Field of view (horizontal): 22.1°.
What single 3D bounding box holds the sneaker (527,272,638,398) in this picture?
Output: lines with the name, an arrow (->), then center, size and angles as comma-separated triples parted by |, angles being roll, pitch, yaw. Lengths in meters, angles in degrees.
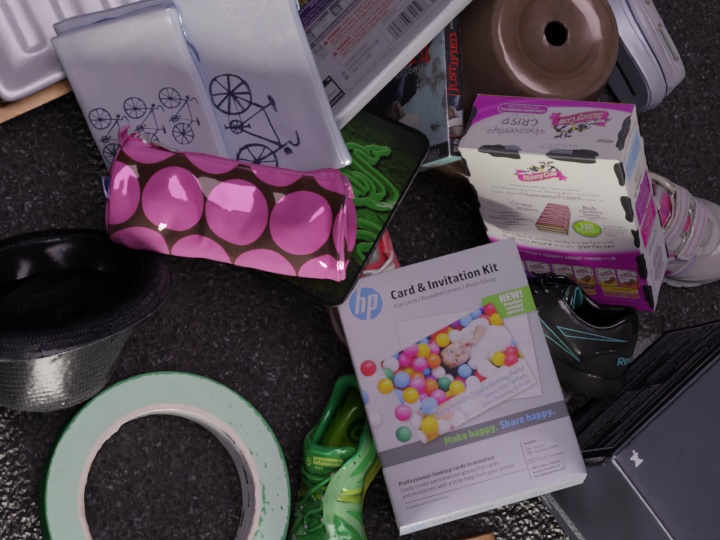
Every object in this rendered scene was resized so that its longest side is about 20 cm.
sneaker -> 0.141, 0.030, 1.546 | 0.198, 0.080, 0.076 | 24, 32, 5

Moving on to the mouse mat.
mouse mat -> -0.060, -0.077, 1.499 | 0.199, 0.008, 0.162 | 27, 82, 21

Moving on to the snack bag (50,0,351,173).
snack bag -> -0.120, -0.131, 1.443 | 0.198, 0.021, 0.190 | -12, 120, 12

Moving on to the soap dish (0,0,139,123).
soap dish -> -0.243, -0.224, 1.490 | 0.199, 0.081, 0.158 | -27, 90, -19

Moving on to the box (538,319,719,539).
box -> 0.267, 0.144, 1.527 | 0.200, 0.198, 0.124 | -39, 93, -18

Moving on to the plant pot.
plant pot -> 0.131, -0.174, 1.549 | 0.198, 0.174, 0.203 | 2, 82, -16

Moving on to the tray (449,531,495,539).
tray -> 0.026, 0.287, 1.516 | 0.198, 0.037, 0.100 | -12, 85, -17

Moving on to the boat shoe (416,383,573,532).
boat shoe -> 0.096, 0.139, 1.549 | 0.073, 0.075, 0.200 | 45, 62, 7

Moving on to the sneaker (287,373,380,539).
sneaker -> -0.027, 0.175, 1.479 | 0.073, 0.084, 0.202 | 0, 61, 26

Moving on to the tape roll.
tape roll -> -0.156, 0.183, 1.471 | 0.198, 0.048, 0.203 | 3, 81, -17

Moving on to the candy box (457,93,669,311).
candy box -> 0.170, -0.054, 1.506 | 0.135, 0.201, 0.061 | 7, 56, 23

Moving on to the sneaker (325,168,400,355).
sneaker -> 0.000, 0.000, 1.526 | 0.073, 0.087, 0.201 | -29, 91, -18

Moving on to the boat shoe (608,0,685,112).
boat shoe -> 0.223, -0.240, 1.651 | 0.067, 0.073, 0.201 | -33, 101, -34

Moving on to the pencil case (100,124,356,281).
pencil case -> -0.100, -0.051, 1.427 | 0.198, 0.091, 0.095 | 9, 102, 1

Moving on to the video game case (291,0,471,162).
video game case -> -0.031, -0.219, 1.505 | 0.200, 0.023, 0.183 | -43, 67, 9

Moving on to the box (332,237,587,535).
box -> 0.077, 0.090, 1.460 | 0.154, 0.041, 0.202 | -14, 73, -4

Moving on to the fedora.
fedora -> -0.240, 0.046, 1.432 | 0.199, 0.201, 0.092 | -9, 120, -18

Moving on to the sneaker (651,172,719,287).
sneaker -> 0.261, -0.038, 1.611 | 0.198, 0.088, 0.082 | 10, 78, -15

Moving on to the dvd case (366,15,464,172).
dvd case -> 0.032, -0.179, 1.536 | 0.022, 0.145, 0.202 | 2, 81, -36
